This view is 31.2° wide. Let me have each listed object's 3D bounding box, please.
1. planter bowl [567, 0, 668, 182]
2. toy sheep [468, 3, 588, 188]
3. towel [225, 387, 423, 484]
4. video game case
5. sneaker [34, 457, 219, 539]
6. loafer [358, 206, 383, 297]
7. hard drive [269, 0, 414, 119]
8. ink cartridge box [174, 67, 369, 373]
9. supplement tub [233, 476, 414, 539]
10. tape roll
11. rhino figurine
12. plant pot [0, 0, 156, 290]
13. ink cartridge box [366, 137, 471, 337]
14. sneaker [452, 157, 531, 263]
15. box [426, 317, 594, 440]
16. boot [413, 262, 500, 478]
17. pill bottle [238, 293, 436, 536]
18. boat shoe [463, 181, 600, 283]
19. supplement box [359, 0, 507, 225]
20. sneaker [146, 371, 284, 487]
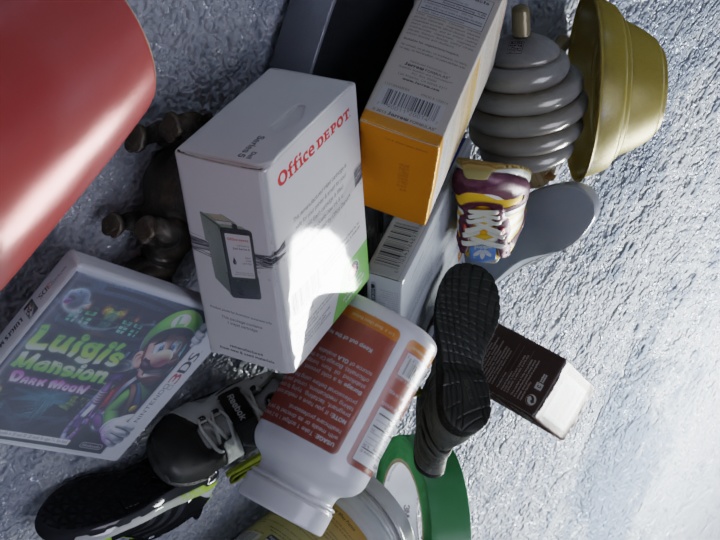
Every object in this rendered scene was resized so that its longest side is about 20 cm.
[{"bbox_3d":[0.271,-0.191,1.346,0.200,0.083,0.201,-179,-90,-89],"label":"planter bowl"},{"bbox_3d":[0.167,-0.173,1.300,0.138,0.138,0.200,-33,124,-33],"label":"toy sheep"},{"bbox_3d":[-0.034,0.162,1.276,0.200,0.018,0.086,-30,163,16],"label":"towel"},{"bbox_3d":[-0.217,0.077,1.053,0.182,0.023,0.200,-49,146,13],"label":"video game case"},{"bbox_3d":[-0.205,0.225,1.173,0.200,0.072,0.083,-14,126,-45],"label":"sneaker"},{"bbox_3d":[0.000,0.000,1.262,0.070,0.068,0.201,-23,128,-27],"label":"loafer"},{"bbox_3d":[-0.021,-0.175,1.136,0.135,0.042,0.200,-3,117,-50],"label":"hard drive"},{"bbox_3d":[-0.065,-0.042,1.046,0.146,0.084,0.200,-50,146,-44],"label":"ink cartridge box"},{"bbox_3d":[-0.054,0.311,1.355,0.200,0.144,0.144,-35,138,-30],"label":"supplement tub"},{"bbox_3d":[0.066,0.284,1.438,0.048,0.200,0.201,0,119,-17],"label":"tape roll"},{"bbox_3d":[-0.161,-0.041,1.046,0.087,0.060,0.200,-14,129,-57],"label":"rhino figurine"},{"bbox_3d":[-0.239,-0.107,0.811,0.177,0.200,0.201,-48,144,-33],"label":"plant pot"},{"bbox_3d":[0.059,-0.003,1.291,0.200,0.041,0.200,87,24,-50],"label":"ink cartridge box"},{"bbox_3d":[0.128,-0.054,1.262,0.200,0.075,0.090,23,78,-74],"label":"sneaker"},{"bbox_3d":[0.143,0.098,1.396,0.075,0.200,0.100,-59,145,-5],"label":"box"},{"bbox_3d":[0.085,0.101,1.316,0.131,0.068,0.200,122,-21,-57],"label":"boot"},{"bbox_3d":[-0.024,0.127,1.144,0.200,0.112,0.112,-61,145,-10],"label":"pill bottle"},{"bbox_3d":[0.190,-0.040,1.406,0.202,0.075,0.086,-39,174,38],"label":"boat shoe"},{"bbox_3d":[0.062,-0.159,1.132,0.126,0.073,0.200,96,16,-60],"label":"supplement box"},{"bbox_3d":[-0.111,0.133,1.196,0.200,0.074,0.089,-25,169,-48],"label":"sneaker"}]
